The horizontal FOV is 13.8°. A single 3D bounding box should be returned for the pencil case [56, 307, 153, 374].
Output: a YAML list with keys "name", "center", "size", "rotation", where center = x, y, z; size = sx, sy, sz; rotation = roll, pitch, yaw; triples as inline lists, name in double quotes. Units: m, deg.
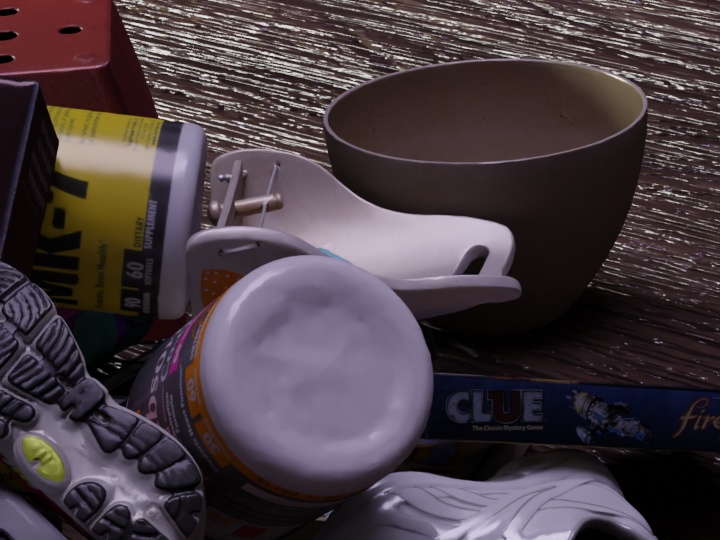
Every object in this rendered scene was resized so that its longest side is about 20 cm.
- name: "pencil case"
  center: [-0.204, 0.045, 1.748]
  size: [0.092, 0.085, 0.200]
  rotation: [-44, -2, 36]

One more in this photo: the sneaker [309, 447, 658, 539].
- name: "sneaker"
  center: [0.063, 0.144, 1.471]
  size: [0.200, 0.078, 0.099]
  rotation: [-16, 28, -25]

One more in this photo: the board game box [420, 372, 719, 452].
- name: "board game box"
  center: [0.109, 0.075, 1.572]
  size: [0.199, 0.035, 0.135]
  rotation: [4, -2, -17]

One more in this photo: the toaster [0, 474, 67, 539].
- name: "toaster"
  center: [-0.214, 0.179, 1.371]
  size: [0.200, 0.119, 0.181]
  rotation: [-14, 23, -23]

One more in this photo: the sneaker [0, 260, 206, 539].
- name: "sneaker"
  center: [-0.150, 0.078, 1.428]
  size: [0.077, 0.085, 0.200]
  rotation: [-38, 70, -15]

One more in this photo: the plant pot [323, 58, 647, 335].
- name: "plant pot"
  center: [0.080, -0.038, 1.847]
  size: [0.200, 0.135, 0.200]
  rotation: [-3, 22, 1]

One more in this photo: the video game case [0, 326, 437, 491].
- name: "video game case"
  center: [-0.084, 0.078, 1.684]
  size: [0.180, 0.026, 0.200]
  rotation: [0, 21, 37]

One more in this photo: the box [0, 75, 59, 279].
- name: "box"
  center: [-0.274, -0.026, 1.549]
  size: [0.199, 0.165, 0.166]
  rotation: [11, -9, -1]

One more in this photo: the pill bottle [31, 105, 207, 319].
- name: "pill bottle"
  center: [-0.192, -0.038, 1.694]
  size: [0.199, 0.115, 0.114]
  rotation: [6, 22, 0]

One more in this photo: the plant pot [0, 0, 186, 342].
- name: "plant pot"
  center: [-0.219, -0.070, 1.906]
  size: [0.199, 0.177, 0.200]
  rotation: [-5, 26, -2]

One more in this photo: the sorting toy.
- name: "sorting toy"
  center: [0.000, 0.000, 1.679]
  size: [0.180, 0.107, 0.200]
  rotation: [-3, 15, 3]

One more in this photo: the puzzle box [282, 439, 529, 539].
- name: "puzzle box"
  center: [0.015, 0.106, 1.641]
  size: [0.133, 0.025, 0.200]
  rotation: [4, 23, 18]

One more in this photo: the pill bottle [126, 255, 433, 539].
- name: "pill bottle"
  center: [-0.050, 0.072, 1.460]
  size: [0.116, 0.117, 0.200]
  rotation: [-15, -11, -25]
